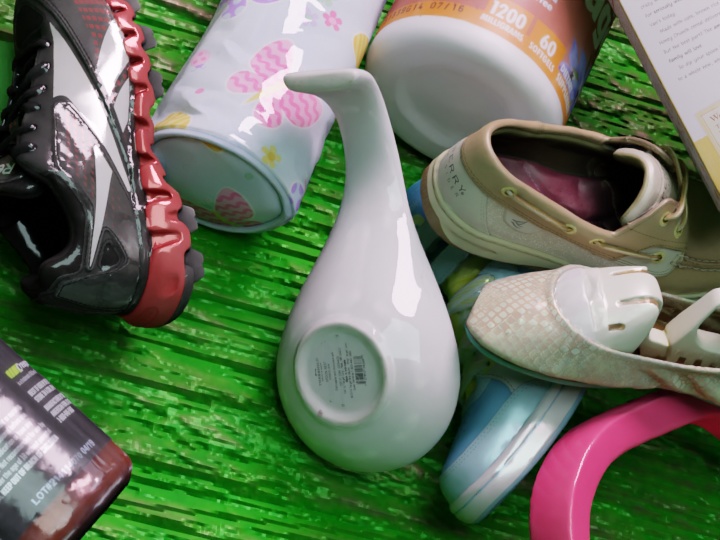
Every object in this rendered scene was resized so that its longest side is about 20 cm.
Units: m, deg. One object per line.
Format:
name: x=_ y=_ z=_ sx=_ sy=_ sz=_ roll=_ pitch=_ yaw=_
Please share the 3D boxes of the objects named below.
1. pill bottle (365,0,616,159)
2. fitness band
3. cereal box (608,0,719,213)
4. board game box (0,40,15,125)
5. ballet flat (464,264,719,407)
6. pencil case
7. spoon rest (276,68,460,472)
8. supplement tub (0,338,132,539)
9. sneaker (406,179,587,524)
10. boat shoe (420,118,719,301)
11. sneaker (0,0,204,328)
pill bottle: x=0.088 y=-0.159 z=1.255 sx=0.112 sy=0.112 sz=0.201 roll=31 pitch=59 yaw=-7
fitness band: x=0.159 y=0.134 z=1.156 sx=0.200 sy=0.037 sz=0.144 roll=-16 pitch=89 yaw=-46
cereal box: x=0.205 y=-0.138 z=1.161 sx=0.143 sy=0.040 sz=0.201 roll=-24 pitch=70 yaw=2
board game box: x=-0.246 y=-0.081 z=1.127 sx=0.199 sy=0.030 sz=0.096 roll=9 pitch=64 yaw=-17
ballet flat: x=0.148 y=0.026 z=1.135 sx=0.199 sy=0.062 sz=0.068 roll=12 pitch=43 yaw=-22
pencil case: x=-0.044 y=-0.117 z=1.197 sx=0.090 sy=0.083 sz=0.201 roll=24 pitch=59 yaw=-5
spoon rest: x=0.000 y=0.000 z=1.132 sx=0.061 sy=0.099 sz=0.201 roll=-20 pitch=108 yaw=-63
supplement tub: x=-0.206 y=0.061 z=1.031 sx=0.200 sy=0.107 sz=0.107 roll=42 pitch=58 yaw=1
sneaker: x=0.057 y=0.026 z=1.178 sx=0.130 sy=0.080 sz=0.200 roll=35 pitch=52 yaw=-4
boat shoe: x=0.131 y=-0.032 z=1.159 sx=0.199 sy=0.066 sz=0.074 roll=7 pitch=60 yaw=-24
sneaker: x=-0.144 y=-0.067 z=1.109 sx=0.098 sy=0.071 sz=0.201 roll=-4 pitch=72 yaw=-35
